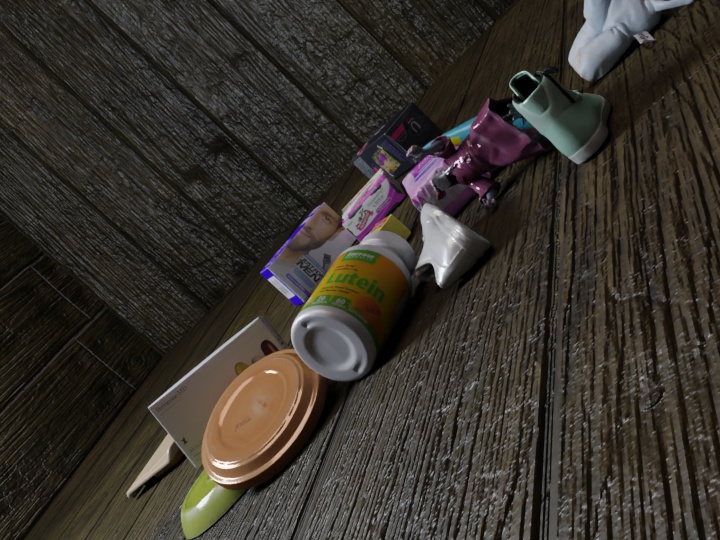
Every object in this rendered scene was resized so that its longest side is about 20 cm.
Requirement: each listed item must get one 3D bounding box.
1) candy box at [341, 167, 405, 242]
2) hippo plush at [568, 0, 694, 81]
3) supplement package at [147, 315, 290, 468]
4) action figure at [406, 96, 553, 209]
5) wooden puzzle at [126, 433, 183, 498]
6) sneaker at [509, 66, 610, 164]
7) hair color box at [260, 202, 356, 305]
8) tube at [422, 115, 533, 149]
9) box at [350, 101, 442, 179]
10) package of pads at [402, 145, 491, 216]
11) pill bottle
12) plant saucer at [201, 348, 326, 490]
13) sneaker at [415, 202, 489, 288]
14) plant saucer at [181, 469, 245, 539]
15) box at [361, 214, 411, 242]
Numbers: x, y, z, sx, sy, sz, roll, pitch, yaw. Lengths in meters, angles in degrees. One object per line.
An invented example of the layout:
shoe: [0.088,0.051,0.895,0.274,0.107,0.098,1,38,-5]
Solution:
candy box: [0.025,-0.143,2.015,0.136,0.061,0.200,-47,9,7]
hippo plush: [0.318,-0.368,1.297,0.159,0.161,0.200,-45,9,10]
supplement package: [-0.189,0.170,1.377,0.200,0.111,0.156,-40,1,-4]
action figure: [0.158,-0.166,1.273,0.200,0.134,0.149,-34,15,44]
wooden puzzle: [-0.366,0.346,1.852,0.200,0.037,0.185,-46,8,39]
sneaker: [0.235,-0.206,1.132,0.074,0.118,0.201,-45,8,21]
hair color box: [-0.107,-0.036,2.017,0.200,0.109,0.065,-52,10,-23]
tube: [0.185,-0.211,1.370,0.199,0.051,0.077,-15,3,30]
box: [0.083,-0.295,2.248,0.122,0.106,0.200,-52,11,-26]
package of pads: [0.133,-0.143,1.477,0.120,0.076,0.200,-42,10,8]
pill bottle: [0.001,0.037,1.205,0.111,0.111,0.200,-39,12,42]
plant saucer: [-0.130,0.184,1.209,0.200,0.032,0.201,-31,34,24]
sneaker: [0.097,-0.027,1.187,0.089,0.075,0.200,-58,9,6]
plant saucer: [-0.183,0.277,1.296,0.200,0.031,0.200,-46,10,10]
box: [0.000,0.000,1.557,0.200,0.050,0.075,-51,9,-22]
